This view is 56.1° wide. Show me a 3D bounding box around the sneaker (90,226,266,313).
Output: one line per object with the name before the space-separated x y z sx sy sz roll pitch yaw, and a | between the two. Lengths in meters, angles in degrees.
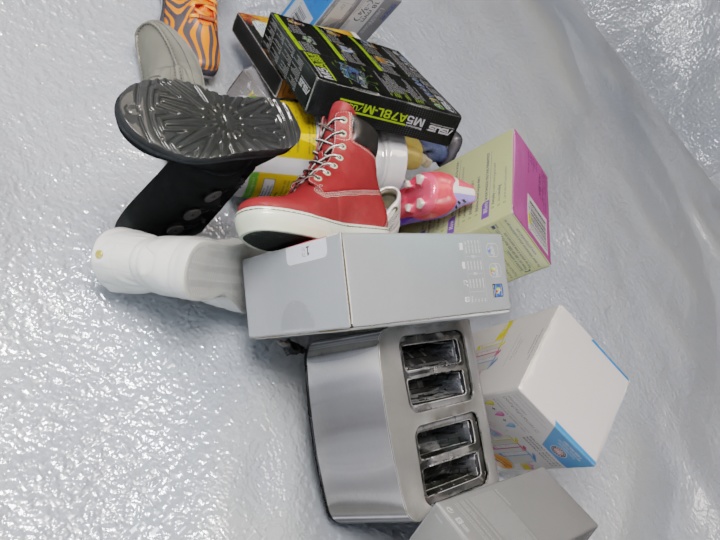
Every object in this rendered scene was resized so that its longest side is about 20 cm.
sneaker | -0.167 -0.005 0.642 0.200 0.114 0.074 30 70 -75

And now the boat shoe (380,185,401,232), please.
boat shoe | -0.026 -0.035 0.738 0.071 0.070 0.200 36 53 18

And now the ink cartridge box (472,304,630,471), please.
ink cartridge box | 0.183 0.149 0.801 0.129 0.200 0.126 44 56 -10

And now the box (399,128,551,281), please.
box | 0.137 -0.060 0.884 0.097 0.199 0.177 46 36 -28

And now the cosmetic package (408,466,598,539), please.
cosmetic package | 0.125 0.262 0.629 0.199 0.107 0.090 5 31 -45

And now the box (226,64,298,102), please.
box | -0.063 -0.200 0.919 0.200 0.048 0.158 49 37 -4

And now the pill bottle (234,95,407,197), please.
pill bottle | -0.051 -0.134 0.784 0.198 0.111 0.112 3 57 -21

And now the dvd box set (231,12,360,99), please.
dvd box set | -0.056 -0.280 0.907 0.199 0.029 0.147 -6 53 -39

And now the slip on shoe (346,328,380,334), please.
slip on shoe | 0.000 0.000 0.816 0.061 0.074 0.201 15 47 -43

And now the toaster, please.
toaster | 0.038 0.144 0.674 0.199 0.118 0.183 0 76 -45

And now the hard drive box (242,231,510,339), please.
hard drive box | 0.016 0.015 0.631 0.199 0.155 0.078 -3 85 -41

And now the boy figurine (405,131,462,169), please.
boy figurine | 0.043 -0.184 0.916 0.199 0.065 0.125 0 44 -41

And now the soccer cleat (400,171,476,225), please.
soccer cleat | 0.066 -0.085 0.857 0.076 0.200 0.067 4 85 -23

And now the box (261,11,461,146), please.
box | -0.003 -0.229 0.805 0.191 0.048 0.201 4 36 -29

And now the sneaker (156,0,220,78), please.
sneaker | -0.201 -0.343 0.835 0.077 0.112 0.202 3 60 -44

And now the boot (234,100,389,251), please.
boot | -0.044 -0.092 0.627 0.199 0.072 0.146 -2 88 -57

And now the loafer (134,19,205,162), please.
loafer | -0.209 -0.193 0.746 0.070 0.070 0.201 -6 66 -57

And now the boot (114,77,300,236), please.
boot | -0.171 -0.083 0.599 0.164 0.199 0.066 -2 72 -44

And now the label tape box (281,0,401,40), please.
label tape box | -0.014 -0.392 1.038 0.199 0.144 0.064 -13 71 -49
